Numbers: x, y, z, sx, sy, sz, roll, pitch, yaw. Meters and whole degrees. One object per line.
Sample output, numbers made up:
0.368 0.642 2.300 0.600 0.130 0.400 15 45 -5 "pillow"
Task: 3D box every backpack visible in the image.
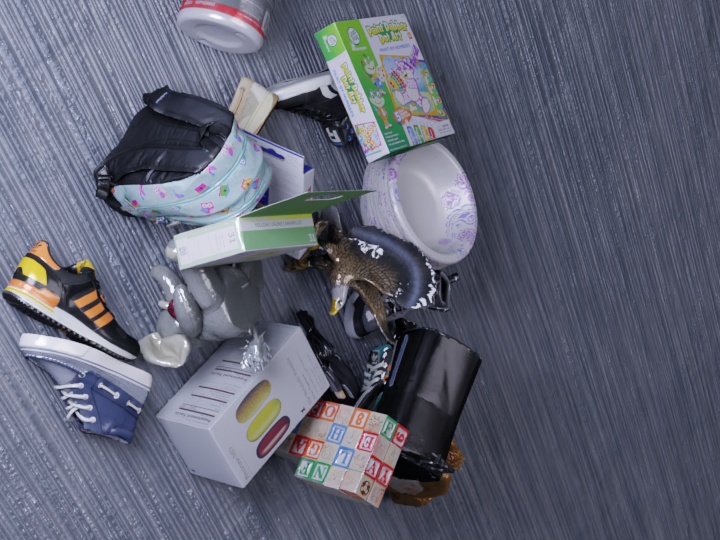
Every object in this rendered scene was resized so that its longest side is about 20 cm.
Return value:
-0.206 -0.130 1.466 0.127 0.199 0.167 43 62 -42 "backpack"

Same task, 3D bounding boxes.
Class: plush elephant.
-0.204 0.041 1.539 0.165 0.154 0.201 -34 111 -54 "plush elephant"

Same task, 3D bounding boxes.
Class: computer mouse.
-0.029 0.154 1.752 0.046 0.140 0.201 -24 118 -5 "computer mouse"

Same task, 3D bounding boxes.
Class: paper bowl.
0.078 -0.094 1.846 0.200 0.104 0.201 21 61 -43 "paper bowl"

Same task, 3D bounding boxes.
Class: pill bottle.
-0.155 -0.391 1.559 0.114 0.114 0.201 26 75 -47 "pill bottle"

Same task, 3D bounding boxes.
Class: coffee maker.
0.098 0.196 1.760 0.135 0.192 0.201 41 63 -43 "coffee maker"

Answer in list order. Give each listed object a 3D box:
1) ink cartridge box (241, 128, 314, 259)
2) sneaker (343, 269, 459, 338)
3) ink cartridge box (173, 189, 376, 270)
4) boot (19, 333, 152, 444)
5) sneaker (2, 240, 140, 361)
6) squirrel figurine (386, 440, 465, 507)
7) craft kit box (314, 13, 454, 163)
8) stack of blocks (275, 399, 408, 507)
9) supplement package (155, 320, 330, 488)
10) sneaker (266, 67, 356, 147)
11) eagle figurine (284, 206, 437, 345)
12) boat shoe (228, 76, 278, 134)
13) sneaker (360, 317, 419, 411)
-0.110 -0.104 1.593 0.037 0.094 0.200 -55 162 -34 "ink cartridge box"
0.067 0.043 1.865 0.200 0.114 0.076 -37 121 -40 "sneaker"
-0.094 -0.047 1.403 0.145 0.199 0.048 -8 86 -57 "ink cartridge box"
-0.331 0.143 1.451 0.200 0.073 0.091 31 66 -47 "boot"
-0.325 0.038 1.447 0.200 0.070 0.090 37 70 -43 "sneaker"
0.095 0.268 1.933 0.200 0.141 0.187 74 26 -55 "squirrel figurine"
0.038 -0.266 1.752 0.200 0.048 0.198 -25 89 -55 "craft kit box"
-0.043 0.247 1.697 0.059 0.199 0.115 41 66 -43 "stack of blocks"
-0.155 0.175 1.630 0.200 0.109 0.114 -49 128 -33 "supplement package"
-0.053 -0.224 1.725 0.200 0.073 0.112 -26 111 -46 "sneaker"
-0.003 0.007 1.737 0.199 0.152 0.151 22 96 -12 "eagle figurine"
-0.183 -0.162 1.598 0.065 0.072 0.200 32 79 -8 "boat shoe"
0.033 0.162 1.883 0.080 0.071 0.200 46 62 -24 "sneaker"
